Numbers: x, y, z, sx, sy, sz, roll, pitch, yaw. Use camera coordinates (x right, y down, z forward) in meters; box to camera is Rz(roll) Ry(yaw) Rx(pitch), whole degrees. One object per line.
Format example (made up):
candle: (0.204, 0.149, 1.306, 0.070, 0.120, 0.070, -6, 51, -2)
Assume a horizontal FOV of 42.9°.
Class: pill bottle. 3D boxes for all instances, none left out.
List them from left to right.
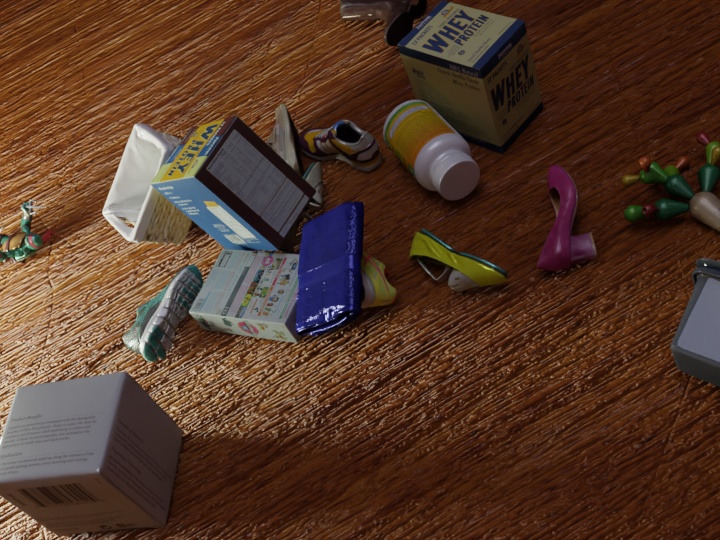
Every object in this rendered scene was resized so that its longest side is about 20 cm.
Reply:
pill bottle: (0.130, -0.213, 1.646, 0.111, 0.111, 0.200, -31, 46, -4)

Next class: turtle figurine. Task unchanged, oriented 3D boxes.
turtle figurine: (-0.722, -0.059, 1.893, 0.199, 0.101, 0.150, -15, 30, 32)

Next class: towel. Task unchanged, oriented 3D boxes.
towel: (-0.044, -0.001, 1.490, 0.147, 0.049, 0.201, -22, 57, 42)

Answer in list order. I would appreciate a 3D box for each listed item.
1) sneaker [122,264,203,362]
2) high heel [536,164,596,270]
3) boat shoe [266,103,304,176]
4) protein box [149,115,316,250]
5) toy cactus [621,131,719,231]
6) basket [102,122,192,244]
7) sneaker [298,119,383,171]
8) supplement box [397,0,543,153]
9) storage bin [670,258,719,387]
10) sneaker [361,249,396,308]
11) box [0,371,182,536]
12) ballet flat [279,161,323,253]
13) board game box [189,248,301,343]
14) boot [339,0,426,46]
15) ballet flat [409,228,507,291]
sneaker: (-0.359, 0.068, 1.647, 0.091, 0.078, 0.201, 8, 54, 33)
high heel: (0.311, -0.087, 1.493, 0.095, 0.067, 0.201, -11, 61, 0)
boat shoe: (-0.159, -0.256, 1.839, 0.065, 0.072, 0.201, -17, 52, 7)
protein box: (-0.228, -0.147, 1.628, 0.198, 0.200, 0.135, 1, 54, 56)
toy cactus: (0.514, -0.129, 1.433, 0.199, 0.103, 0.165, -32, 56, -16)
basket: (-0.388, -0.160, 1.763, 0.135, 0.123, 0.201, 36, 108, 41)
sneaker: (-0.047, -0.259, 1.776, 0.199, 0.090, 0.075, 17, 60, 33)
supplement box: (0.203, -0.355, 1.673, 0.199, 0.200, 0.134, 28, 66, 38)
storage bin: (0.516, 0.087, 1.215, 0.199, 0.146, 0.135, 22, 73, 36)
sneaker: (0.000, 0.000, 1.552, 0.090, 0.078, 0.200, 6, 36, -28)
box: (-0.412, 0.283, 1.397, 0.198, 0.200, 0.172, -10, 50, 17)
ballet flat: (-0.105, -0.113, 1.709, 0.062, 0.068, 0.201, 26, 66, 7)
board game box: (-0.177, 0.041, 1.596, 0.199, 0.064, 0.148, 5, 54, 28)
boot: (0.023, -0.556, 2.017, 0.199, 0.065, 0.187, 12, 44, 27)
ballet flat: (0.154, -0.005, 1.501, 0.200, 0.067, 0.067, 31, 89, 42)
